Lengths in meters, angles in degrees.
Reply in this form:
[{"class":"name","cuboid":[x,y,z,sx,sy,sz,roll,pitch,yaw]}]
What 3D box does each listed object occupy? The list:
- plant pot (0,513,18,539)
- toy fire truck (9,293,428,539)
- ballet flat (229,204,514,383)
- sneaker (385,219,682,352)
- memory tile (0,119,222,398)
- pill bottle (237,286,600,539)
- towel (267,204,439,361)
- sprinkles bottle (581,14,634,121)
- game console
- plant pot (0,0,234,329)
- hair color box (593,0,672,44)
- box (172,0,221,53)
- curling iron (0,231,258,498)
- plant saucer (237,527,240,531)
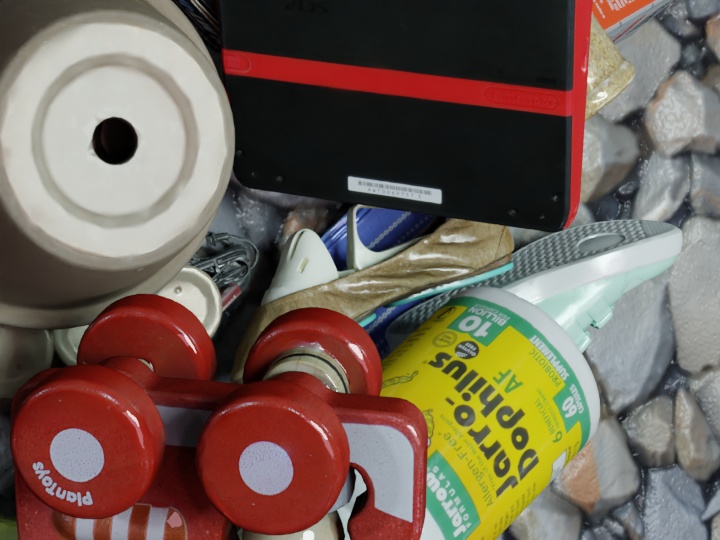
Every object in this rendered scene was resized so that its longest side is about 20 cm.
[{"class":"plant pot","cuboid":[-0.160,0.233,0.852,0.199,0.200,0.186,18,79,-30]},{"class":"toy fire truck","cuboid":[-0.068,0.111,0.737,0.198,0.112,0.170,5,110,8]},{"class":"ballet flat","cuboid":[0.000,0.000,0.933,0.199,0.068,0.073,-24,93,-20]},{"class":"sneaker","cuboid":[0.122,0.049,0.998,0.199,0.074,0.119,-25,108,-10]},{"class":"memory tile","cuboid":[-0.160,-0.041,0.865,0.152,0.017,0.202,-15,100,-22]},{"class":"pill bottle","cuboid":[0.029,0.108,0.853,0.200,0.112,0.113,-40,117,-30]},{"class":"towel","cuboid":[0.043,0.036,1.005,0.145,0.024,0.201,-43,117,-14]},{"class":"sprinkles bottle","cuboid":[0.064,-0.166,0.848,0.068,0.068,0.201,-39,97,-17]},{"class":"game console","cuboid":[0.020,-0.109,0.829,0.031,0.198,0.178,-62,156,-49]},{"class":"plant pot","cuboid":[-0.141,-0.065,0.768,0.198,0.174,0.203,-2,94,-23]},{"class":"hair color box","cuboid":[0.095,-0.138,0.947,0.199,0.101,0.062,-31,87,-21]},{"class":"box","cuboid":[-0.062,-0.242,0.838,0.201,0.049,0.198,-56,143,-7]},{"class":"curling iron","cuboid":[-0.134,0.051,0.908,0.200,0.026,0.050,-47,113,-13]},{"class":"plant saucer","cuboid":[-0.024,0.170,0.931,0.200,0.029,0.202,3,87,-62]}]
